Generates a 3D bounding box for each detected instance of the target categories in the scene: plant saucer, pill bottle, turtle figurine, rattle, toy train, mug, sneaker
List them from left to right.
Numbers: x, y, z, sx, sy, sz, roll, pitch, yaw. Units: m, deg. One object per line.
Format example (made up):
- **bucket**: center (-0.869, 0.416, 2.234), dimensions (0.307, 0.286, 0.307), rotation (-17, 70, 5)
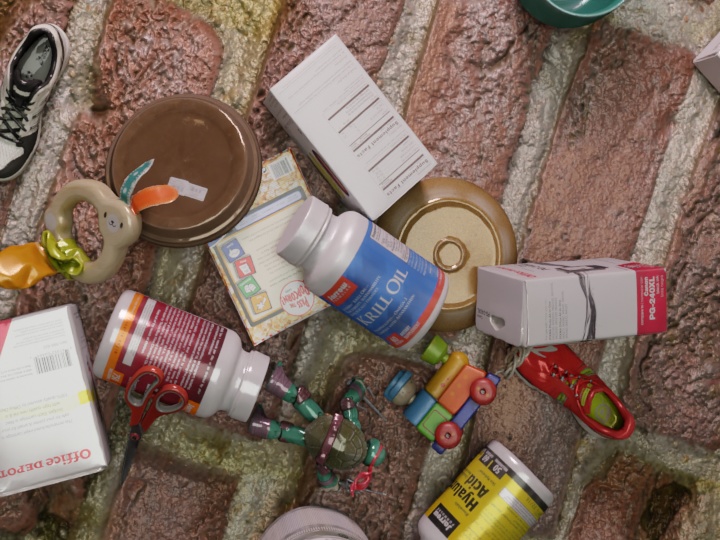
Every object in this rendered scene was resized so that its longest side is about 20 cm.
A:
- **sneaker**: center (-0.414, -0.207, 1.399), dimensions (0.075, 0.088, 0.203), rotation (19, 90, -9)
- **rattle**: center (-0.328, -0.057, 1.352), dimensions (0.142, 0.198, 0.133), rotation (10, 68, -49)
- **plant saucer**: center (-0.219, -0.128, 1.423), dimensions (0.196, 0.030, 0.204), rotation (0, 74, 2)
- **pill bottle**: center (-0.217, 0.110, 1.419), dimensions (0.197, 0.113, 0.115), rotation (22, 88, -7)
- **turtle figurine**: center (-0.036, 0.202, 1.458), dimensions (0.198, 0.101, 0.152), rotation (26, 88, -2)
- **pill bottle**: center (0.000, 0.000, 1.403), dimensions (0.198, 0.112, 0.113), rotation (33, 87, -14)
- **plant saucer**: center (0.112, -0.020, 1.500), dimensions (0.196, 0.035, 0.204), rotation (0, 91, -8)
- **toy train**: center (0.128, 0.123, 1.480), dimensions (0.115, 0.085, 0.201), rotation (39, 93, 7)
- **pill bottle**: center (0.143, 0.325, 1.473), dimensions (0.111, 0.111, 0.200), rotation (43, 85, -6)
- **sneaker**: center (0.280, 0.147, 1.501), dimensions (0.199, 0.085, 0.077), rotation (37, 86, -7)
- **mug**: center (0.281, -0.381, 1.475), dimensions (0.183, 0.114, 0.154), rotation (25, 87, -8)

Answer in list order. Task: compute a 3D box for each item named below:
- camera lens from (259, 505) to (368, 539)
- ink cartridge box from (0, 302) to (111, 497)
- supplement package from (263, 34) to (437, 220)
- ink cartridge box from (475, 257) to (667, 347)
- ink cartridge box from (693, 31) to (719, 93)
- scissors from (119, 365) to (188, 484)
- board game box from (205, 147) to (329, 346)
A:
- **camera lens**: center (-0.050, 0.381, 1.403), dimensions (0.157, 0.200, 0.163), rotation (0, 91, -8)
- **ink cartridge box**: center (-0.396, 0.155, 1.410), dimensions (0.143, 0.083, 0.204), rotation (-13, 93, -7)
- **supplement package**: center (-0.015, -0.171, 1.439), dimensions (0.109, 0.114, 0.201), rotation (-40, 95, -7)
- **ink cartridge box**: center (0.259, 0.036, 1.447), dimensions (0.196, 0.145, 0.085), rotation (-4, 98, -19)
- **ink cartridge box**: center (0.563, -0.260, 1.531), dimensions (0.200, 0.084, 0.145), rotation (45, 85, -7)
- **scissors**: center (-0.276, 0.188, 1.406), dimensions (0.072, 0.014, 0.200), rotation (30, 125, -15)
- **board game box**: center (-0.113, -0.030, 1.463), dimensions (0.150, 0.046, 0.203), rotation (-26, 95, -7)
